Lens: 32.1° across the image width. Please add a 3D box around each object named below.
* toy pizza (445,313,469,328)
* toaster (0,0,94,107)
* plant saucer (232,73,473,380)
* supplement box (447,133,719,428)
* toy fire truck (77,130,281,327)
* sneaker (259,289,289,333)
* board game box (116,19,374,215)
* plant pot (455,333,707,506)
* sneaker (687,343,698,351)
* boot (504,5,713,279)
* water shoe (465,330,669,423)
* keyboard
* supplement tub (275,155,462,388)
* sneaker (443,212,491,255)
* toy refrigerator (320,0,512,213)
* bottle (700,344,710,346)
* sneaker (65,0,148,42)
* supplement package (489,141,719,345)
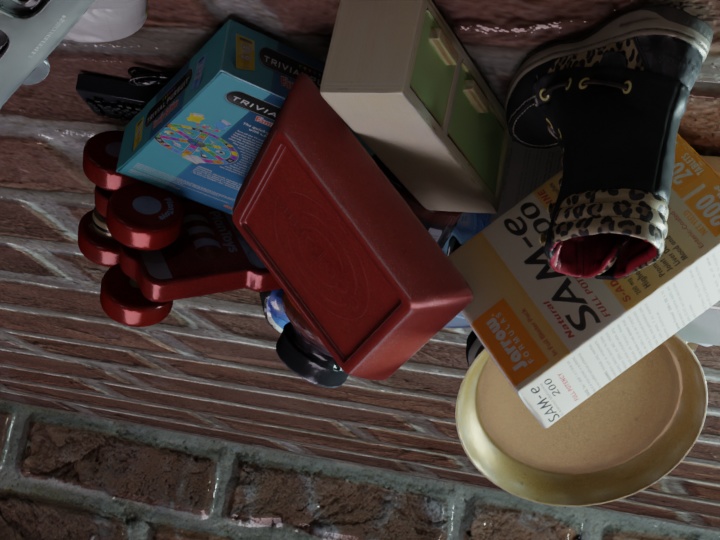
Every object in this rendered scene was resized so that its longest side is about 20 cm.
[{"bbox_3d":[0.053,0.021,1.356,0.197,0.032,0.200,10,165,3],"label":"toy pizza"},{"bbox_3d":[-0.227,-0.190,0.660,0.180,0.120,0.199,-39,140,25],"label":"toaster"},{"bbox_3d":[-0.022,-0.016,0.940,0.201,0.037,0.200,53,153,7],"label":"plant saucer"},{"bbox_3d":[0.168,-0.004,0.889,0.127,0.199,0.074,55,-176,36],"label":"supplement box"},{"bbox_3d":[-0.163,-0.047,1.138,0.165,0.201,0.113,-7,133,-25],"label":"toy fire truck"},{"bbox_3d":[-0.015,0.016,1.193,0.198,0.080,0.089,3,158,-45],"label":"sneaker"},{"bbox_3d":[-0.088,-0.110,1.009,0.149,0.048,0.199,20,152,-27],"label":"board game box"},{"bbox_3d":[0.173,0.104,0.992,0.196,0.028,0.203,1,124,1],"label":"plant pot"},{"bbox_3d":[0.263,0.034,1.277,0.198,0.074,0.084,21,-174,-30],"label":"sneaker"},{"bbox_3d":[0.147,-0.072,0.821,0.072,0.153,0.199,19,163,-23],"label":"boot"},{"bbox_3d":[0.185,0.072,1.042,0.197,0.073,0.079,11,-164,-5],"label":"water shoe"},{"bbox_3d":[-0.147,-0.138,1.072,0.196,0.021,0.127,10,164,6],"label":"keyboard"},{"bbox_3d":[0.000,0.000,1.074,0.106,0.202,0.107,25,-159,-11],"label":"supplement tub"},{"bbox_3d":[0.094,-0.023,1.142,0.077,0.091,0.200,12,165,3],"label":"sneaker"},{"bbox_3d":[0.049,-0.114,0.896,0.069,0.077,0.200,4,161,27],"label":"toy refrigerator"},{"bbox_3d":[0.256,0.020,1.174,0.197,0.084,0.066,19,-156,-23],"label":"bottle"},{"bbox_3d":[-0.236,-0.201,0.832,0.197,0.075,0.116,13,161,-5],"label":"sneaker"},{"bbox_3d":[0.211,-0.020,0.999,0.197,0.122,0.121,7,165,22],"label":"supplement package"}]
